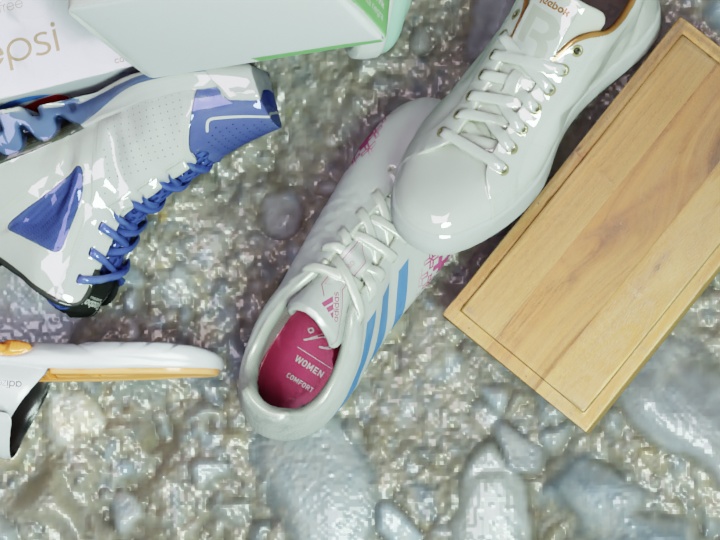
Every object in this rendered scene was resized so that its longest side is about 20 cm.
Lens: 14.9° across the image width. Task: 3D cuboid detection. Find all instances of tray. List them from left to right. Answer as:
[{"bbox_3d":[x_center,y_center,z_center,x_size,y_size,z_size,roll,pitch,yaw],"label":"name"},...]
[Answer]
[{"bbox_3d":[0.144,-0.023,1.447,0.099,0.037,0.200,39,89,8],"label":"tray"}]

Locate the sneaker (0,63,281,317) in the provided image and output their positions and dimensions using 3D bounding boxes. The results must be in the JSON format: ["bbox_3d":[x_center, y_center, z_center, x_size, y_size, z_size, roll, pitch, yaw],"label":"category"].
[{"bbox_3d":[-0.131,-0.038,1.464,0.198,0.081,0.116,-13,87,12],"label":"sneaker"}]

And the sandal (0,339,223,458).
[{"bbox_3d":[-0.175,0.069,1.453,0.205,0.079,0.060,-1,82,4],"label":"sandal"}]

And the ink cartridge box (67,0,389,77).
[{"bbox_3d":[-0.057,-0.212,1.390,0.145,0.084,0.201,-6,65,28],"label":"ink cartridge box"}]

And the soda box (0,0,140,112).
[{"bbox_3d":[-0.213,-0.113,1.481,0.199,0.064,0.069,-14,83,4],"label":"soda box"}]

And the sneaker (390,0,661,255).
[{"bbox_3d":[0.080,-0.099,1.407,0.073,0.085,0.200,30,67,22],"label":"sneaker"}]

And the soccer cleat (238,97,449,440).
[{"bbox_3d":[0.000,0.000,1.435,0.070,0.086,0.201,28,88,8],"label":"soccer cleat"}]

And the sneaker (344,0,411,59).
[{"bbox_3d":[0.064,-0.193,1.441,0.118,0.074,0.202,19,87,-16],"label":"sneaker"}]
